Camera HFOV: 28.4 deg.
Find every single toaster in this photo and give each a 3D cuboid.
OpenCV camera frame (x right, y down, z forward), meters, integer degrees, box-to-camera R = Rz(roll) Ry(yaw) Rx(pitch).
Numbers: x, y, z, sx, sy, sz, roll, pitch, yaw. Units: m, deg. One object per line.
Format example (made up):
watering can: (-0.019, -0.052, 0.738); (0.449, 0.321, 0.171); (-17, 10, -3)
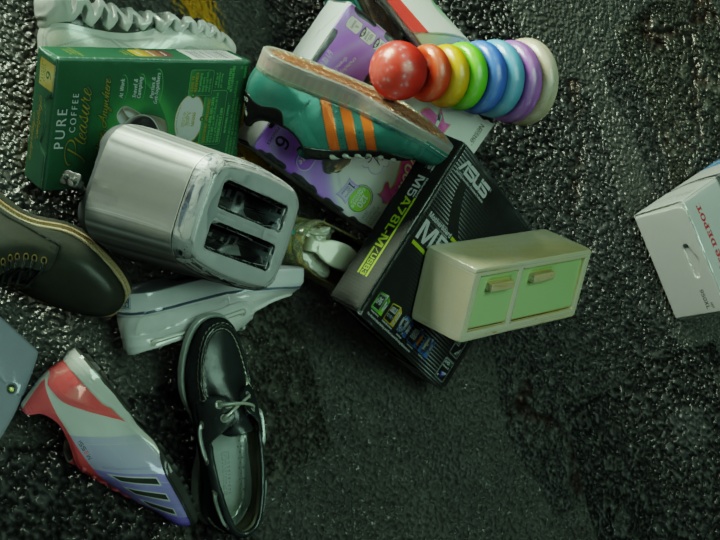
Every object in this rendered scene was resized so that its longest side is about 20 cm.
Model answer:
toaster: (-0.145, -0.053, 1.216); (0.200, 0.128, 0.115); (25, 83, -57)

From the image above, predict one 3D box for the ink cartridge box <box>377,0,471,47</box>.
ink cartridge box: (0.044, -0.274, 1.418); (0.050, 0.161, 0.200); (-38, 142, 4)

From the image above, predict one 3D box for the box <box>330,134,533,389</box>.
box: (0.078, -0.006, 1.408); (0.194, 0.047, 0.200); (-55, 142, -8)

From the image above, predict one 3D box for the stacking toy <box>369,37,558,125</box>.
stacking toy: (0.094, -0.184, 1.346); (0.199, 0.085, 0.086); (-2, 81, -40)

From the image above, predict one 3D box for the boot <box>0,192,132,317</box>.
boot: (-0.282, 0.004, 1.155); (0.199, 0.139, 0.078); (28, 109, -19)

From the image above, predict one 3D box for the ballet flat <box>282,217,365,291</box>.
ballet flat: (0.000, 0.000, 1.417); (0.199, 0.070, 0.071); (25, 66, -31)

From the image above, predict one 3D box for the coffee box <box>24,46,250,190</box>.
coffee box: (-0.198, -0.138, 1.277); (0.199, 0.044, 0.124); (-7, 118, -37)

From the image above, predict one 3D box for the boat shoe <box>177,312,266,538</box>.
boat shoe: (-0.116, 0.139, 1.269); (0.075, 0.060, 0.202); (-16, 108, -33)

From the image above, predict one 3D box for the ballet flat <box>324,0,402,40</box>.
ballet flat: (0.019, -0.217, 1.484); (0.067, 0.068, 0.202); (-30, 109, -41)

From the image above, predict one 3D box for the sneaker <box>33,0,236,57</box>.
sneaker: (-0.208, -0.201, 1.309); (0.198, 0.075, 0.082); (3, 92, -34)

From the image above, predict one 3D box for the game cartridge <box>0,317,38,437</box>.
game cartridge: (-0.355, 0.111, 1.145); (0.133, 0.041, 0.201); (44, 58, -17)

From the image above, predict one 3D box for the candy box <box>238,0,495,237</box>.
candy box: (0.006, -0.139, 1.408); (0.199, 0.071, 0.168); (35, 87, -24)

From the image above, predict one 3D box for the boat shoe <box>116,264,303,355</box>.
boat shoe: (-0.138, 0.035, 1.313); (0.199, 0.073, 0.066); (-10, 101, -34)

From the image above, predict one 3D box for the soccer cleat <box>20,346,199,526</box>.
soccer cleat: (-0.212, 0.158, 1.228); (0.073, 0.068, 0.201); (-38, 119, -10)

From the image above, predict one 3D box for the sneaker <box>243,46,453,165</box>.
sneaker: (-0.014, -0.133, 1.321); (0.198, 0.071, 0.080); (24, 109, -7)

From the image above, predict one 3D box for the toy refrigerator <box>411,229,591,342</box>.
toy refrigerator: (0.144, 0.013, 1.406); (0.199, 0.070, 0.077); (-8, 117, -48)

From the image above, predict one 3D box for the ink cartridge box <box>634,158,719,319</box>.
ink cartridge box: (0.446, -0.048, 1.754); (0.199, 0.084, 0.146); (-29, 98, -38)
